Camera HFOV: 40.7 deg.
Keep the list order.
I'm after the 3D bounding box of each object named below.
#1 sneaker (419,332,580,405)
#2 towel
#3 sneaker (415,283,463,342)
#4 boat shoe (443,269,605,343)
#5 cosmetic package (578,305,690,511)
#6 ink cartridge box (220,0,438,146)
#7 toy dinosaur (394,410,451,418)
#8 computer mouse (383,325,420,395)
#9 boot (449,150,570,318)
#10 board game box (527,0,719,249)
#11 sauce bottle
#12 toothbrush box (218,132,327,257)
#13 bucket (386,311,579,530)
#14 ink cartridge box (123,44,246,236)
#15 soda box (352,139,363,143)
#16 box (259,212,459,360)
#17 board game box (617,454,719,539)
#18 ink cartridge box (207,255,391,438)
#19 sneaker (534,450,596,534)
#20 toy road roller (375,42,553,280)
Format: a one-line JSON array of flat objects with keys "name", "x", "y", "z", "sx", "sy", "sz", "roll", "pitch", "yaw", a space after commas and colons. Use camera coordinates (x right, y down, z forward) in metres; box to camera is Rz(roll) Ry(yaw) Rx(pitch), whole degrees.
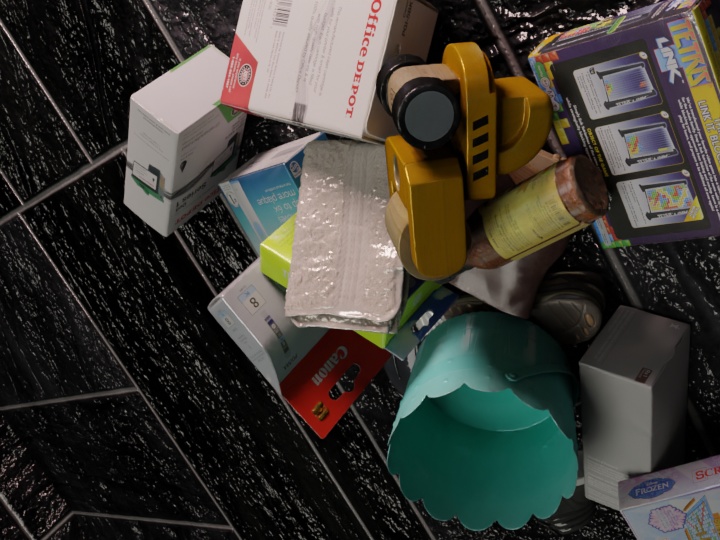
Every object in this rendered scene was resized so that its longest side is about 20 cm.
[{"name": "sneaker", "x": 0.159, "y": 0.133, "z": 1.135, "sx": 0.196, "sy": 0.075, "sz": 0.088, "roll": 17, "pitch": 148, "yaw": 5}, {"name": "towel", "x": -0.009, "y": -0.038, "z": 1.002, "sx": 0.130, "sy": 0.204, "sz": 0.034, "roll": 2, "pitch": 171, "yaw": 21}, {"name": "sneaker", "x": 0.111, "y": 0.070, "z": 1.169, "sx": 0.086, "sy": 0.075, "sz": 0.202, "roll": -14, "pitch": 113, "yaw": 44}, {"name": "boat shoe", "x": 0.182, "y": 0.040, "z": 1.065, "sx": 0.197, "sy": 0.073, "sz": 0.075, "roll": -2, "pitch": 125, "yaw": 40}, {"name": "cosmetic package", "x": 0.290, "y": 0.152, "z": 1.024, "sx": 0.089, "sy": 0.107, "sz": 0.203, "roll": 14, "pitch": 130, "yaw": 36}, {"name": "ink cartridge box", "x": -0.034, "y": -0.217, "z": 0.992, "sx": 0.198, "sy": 0.082, "sz": 0.150, "roll": 19, "pitch": 97, "yaw": 34}, {"name": "toy dinosaur", "x": 0.119, "y": 0.188, "z": 1.192, "sx": 0.134, "sy": 0.103, "sz": 0.200, "roll": -18, "pitch": 132, "yaw": 37}, {"name": "computer mouse", "x": 0.052, "y": 0.102, "z": 1.272, "sx": 0.137, "sy": 0.053, "sz": 0.202, "roll": -7, "pitch": 117, "yaw": 48}, {"name": "boot", "x": 0.118, "y": -0.062, "z": 0.988, "sx": 0.198, "sy": 0.072, "sz": 0.169, "roll": 28, "pitch": 110, "yaw": 15}, {"name": "board game box", "x": 0.257, "y": -0.125, "z": 0.850, "sx": 0.164, "sy": 0.057, "sz": 0.202, "roll": -6, "pitch": 118, "yaw": 46}, {"name": "sauce bottle", "x": 0.139, "y": -0.041, "z": 0.917, "sx": 0.198, "sy": 0.066, "sz": 0.067, "roll": -27, "pitch": 102, "yaw": 40}, {"name": "toothbrush box", "x": -0.067, "y": -0.055, "z": 1.228, "sx": 0.145, "sy": 0.085, "sz": 0.202, "roll": -7, "pitch": 118, "yaw": 48}, {"name": "bucket", "x": 0.133, "y": 0.154, "z": 1.012, "sx": 0.203, "sy": 0.136, "sz": 0.210, "roll": 8, "pitch": 129, "yaw": 10}, {"name": "ink cartridge box", "x": -0.222, "y": -0.162, "z": 1.241, "sx": 0.084, "sy": 0.146, "sz": 0.201, "roll": 36, "pitch": 143, "yaw": 12}, {"name": "soda box", "x": 0.036, "y": -0.104, "z": 1.094, "sx": 0.068, "sy": 0.064, "sz": 0.202, "roll": 25, "pitch": 139, "yaw": 27}, {"name": "box", "x": 0.000, "y": 0.000, "z": 1.067, "sx": 0.198, "sy": 0.122, "sz": 0.048, "roll": 31, "pitch": 143, "yaw": 22}, {"name": "board game box", "x": 0.391, "y": 0.269, "z": 0.985, "sx": 0.197, "sy": 0.041, "sz": 0.201, "roll": -21, "pitch": 118, "yaw": 24}, {"name": "ink cartridge box", "x": -0.057, "y": 0.065, "z": 1.123, "sx": 0.201, "sy": 0.160, "sz": 0.047, "roll": 49, "pitch": 140, "yaw": -5}, {"name": "sneaker", "x": 0.206, "y": 0.291, "z": 1.216, "sx": 0.196, "sy": 0.071, "sz": 0.100, "roll": -12, "pitch": 121, "yaw": 15}, {"name": "toy road roller", "x": 0.095, "y": -0.102, "z": 0.880, "sx": 0.123, "sy": 0.143, "sz": 0.204, "roll": -109, "pitch": 14, "yaw": -65}]
